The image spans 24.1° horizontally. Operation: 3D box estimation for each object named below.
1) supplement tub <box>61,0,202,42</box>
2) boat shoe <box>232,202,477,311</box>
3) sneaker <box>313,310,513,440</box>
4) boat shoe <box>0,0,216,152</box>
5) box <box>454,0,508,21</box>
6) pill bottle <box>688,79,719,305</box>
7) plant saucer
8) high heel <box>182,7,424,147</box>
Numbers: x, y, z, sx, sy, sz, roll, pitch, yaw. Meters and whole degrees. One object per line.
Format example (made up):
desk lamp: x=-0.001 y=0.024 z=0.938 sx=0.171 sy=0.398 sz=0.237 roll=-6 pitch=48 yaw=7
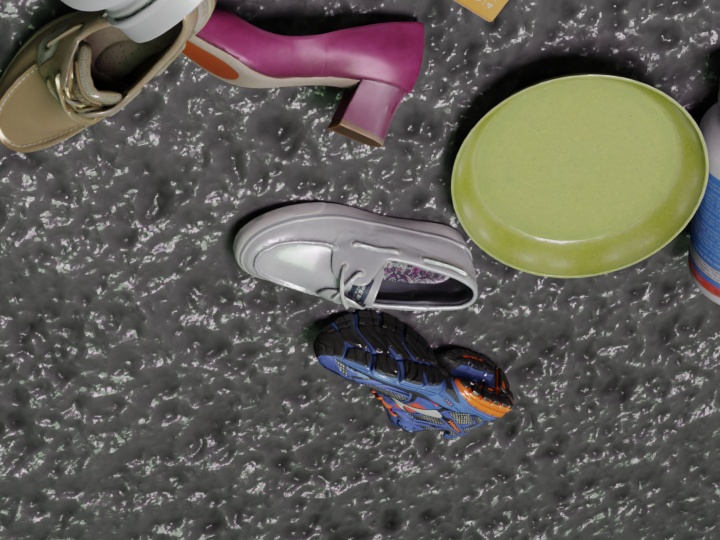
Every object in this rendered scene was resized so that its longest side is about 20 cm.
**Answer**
supplement tub: x=-0.164 y=-0.244 z=0.978 sx=0.145 sy=0.145 sz=0.200 roll=-40 pitch=117 yaw=17
boat shoe: x=0.000 y=0.000 z=1.320 sx=0.199 sy=0.069 sz=0.072 roll=10 pitch=126 yaw=-26
sneaker: x=0.039 y=0.099 z=1.419 sx=0.199 sy=0.076 sz=0.078 roll=25 pitch=122 yaw=-32
boat shoe: x=-0.180 y=-0.134 z=1.121 sx=0.199 sy=0.065 sz=0.072 roll=-30 pitch=114 yaw=27
box: x=0.039 y=-0.271 z=1.080 sx=0.199 sy=0.098 sz=0.124 roll=25 pitch=118 yaw=-34
pill bottle: x=0.320 y=-0.072 z=1.337 sx=0.112 sy=0.113 sz=0.201 roll=-13 pitch=133 yaw=-7
plant saucer: x=0.169 y=-0.078 z=1.314 sx=0.199 sy=0.031 sz=0.201 roll=-1 pitch=132 yaw=-1
high heel: x=-0.050 y=-0.169 z=1.186 sx=0.199 sy=0.067 sz=0.097 roll=26 pitch=81 yaw=-25
